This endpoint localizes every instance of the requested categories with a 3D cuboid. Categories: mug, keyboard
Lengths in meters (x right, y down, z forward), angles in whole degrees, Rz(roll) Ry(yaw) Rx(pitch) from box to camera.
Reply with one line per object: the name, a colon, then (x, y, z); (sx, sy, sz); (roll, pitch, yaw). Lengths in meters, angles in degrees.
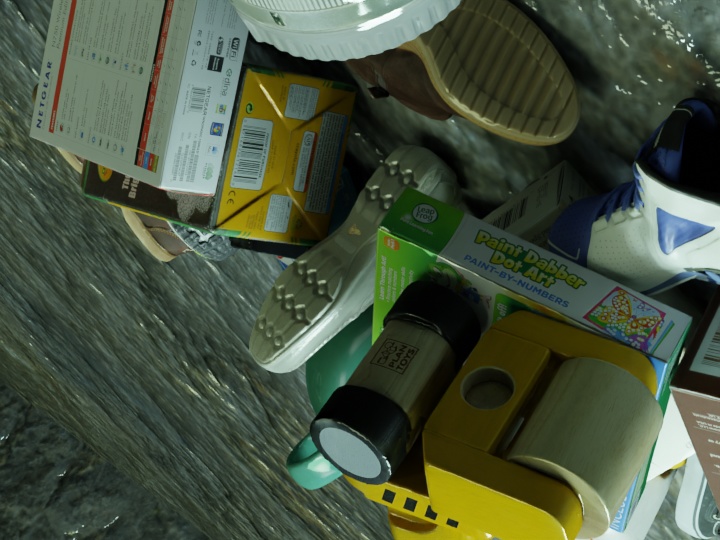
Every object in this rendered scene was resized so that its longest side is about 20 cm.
mug: (0.032, 0.104, 1.505); (0.151, 0.187, 0.114); (12, -176, -12)
keyboard: (0.003, -0.017, 1.444); (0.198, 0.040, 0.104); (10, 180, -21)

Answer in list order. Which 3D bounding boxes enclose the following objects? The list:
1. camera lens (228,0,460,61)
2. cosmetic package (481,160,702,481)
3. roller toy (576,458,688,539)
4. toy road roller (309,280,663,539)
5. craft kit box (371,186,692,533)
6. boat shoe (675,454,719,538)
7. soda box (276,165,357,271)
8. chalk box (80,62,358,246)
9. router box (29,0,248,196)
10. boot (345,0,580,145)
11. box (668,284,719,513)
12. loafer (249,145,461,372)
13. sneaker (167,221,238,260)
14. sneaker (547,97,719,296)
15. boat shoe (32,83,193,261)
camera lens: (-0.026, -0.226, 0.918); (0.159, 0.160, 0.201); (29, 159, 35)
cosmetic package: (0.159, 0.038, 1.220); (0.200, 0.103, 0.073); (46, -153, -14)
roller toy: (0.154, 0.123, 1.396); (0.181, 0.140, 0.200); (28, 164, 7)
toy road roller: (0.077, 0.110, 1.095); (0.199, 0.123, 0.147); (18, 143, 27)
craft kit box: (0.100, 0.061, 1.165); (0.196, 0.049, 0.201); (23, 145, 15)
boat shoe: (0.272, 0.154, 1.339); (0.056, 0.069, 0.200); (31, 158, 22)
soda box: (-0.035, -0.028, 1.542); (0.064, 0.068, 0.200); (43, 165, 31)
chalk box: (-0.122, -0.101, 1.372); (0.199, 0.126, 0.123); (18, -172, 42)
router box: (-0.150, -0.171, 1.273); (0.049, 0.202, 0.179); (5, -168, -41)
boot: (0.057, -0.129, 1.165); (0.199, 0.073, 0.166); (36, 174, 13)
box: (0.265, 0.099, 1.151); (0.074, 0.101, 0.200); (14, 150, 33)
loafer: (0.000, 0.000, 1.337); (0.070, 0.200, 0.070); (41, -176, -46)
sneaker: (-0.161, -0.095, 1.488); (0.201, 0.074, 0.081); (56, 167, -13)
sneaker: (0.184, -0.046, 1.055); (0.199, 0.081, 0.115); (5, 137, 51)
boat shoe: (-0.193, -0.096, 1.560); (0.070, 0.071, 0.200); (-24, 123, 29)
